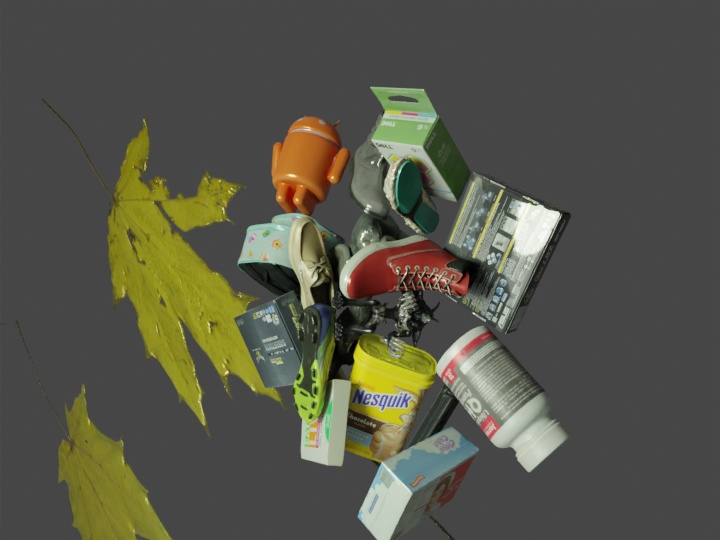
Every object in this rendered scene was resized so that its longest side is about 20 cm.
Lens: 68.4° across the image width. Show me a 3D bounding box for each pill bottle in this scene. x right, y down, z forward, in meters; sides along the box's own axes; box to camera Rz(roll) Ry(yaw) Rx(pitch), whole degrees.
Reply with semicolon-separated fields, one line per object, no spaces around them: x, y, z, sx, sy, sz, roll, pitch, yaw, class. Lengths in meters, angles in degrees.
0.215;0.192;0.800;0.201;0.110;0.111;50;123;27;pill bottle

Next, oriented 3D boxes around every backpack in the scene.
-0.134;-0.026;1.041;0.174;0.198;0.157;1;75;42;backpack

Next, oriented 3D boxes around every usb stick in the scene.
0.121;0.278;0.927;0.033;0.055;0.203;39;118;31;usb stick

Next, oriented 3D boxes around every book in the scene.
-0.064;0.274;0.952;0.200;0.047;0.136;138;140;-65;book

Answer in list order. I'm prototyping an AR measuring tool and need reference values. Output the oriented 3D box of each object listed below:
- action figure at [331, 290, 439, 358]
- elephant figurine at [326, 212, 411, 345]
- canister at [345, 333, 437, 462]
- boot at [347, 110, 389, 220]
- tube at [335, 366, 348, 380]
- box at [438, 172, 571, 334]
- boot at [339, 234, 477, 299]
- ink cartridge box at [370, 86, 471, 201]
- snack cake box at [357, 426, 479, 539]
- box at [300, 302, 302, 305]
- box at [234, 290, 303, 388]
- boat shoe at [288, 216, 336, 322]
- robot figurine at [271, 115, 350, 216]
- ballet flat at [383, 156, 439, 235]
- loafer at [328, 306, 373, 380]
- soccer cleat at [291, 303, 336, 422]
0.055;0.080;0.873;0.102;0.196;0.121;-138;50;-68;action figure
0.000;0.000;0.963;0.141;0.155;0.201;38;119;-2;elephant figurine
0.038;0.234;0.953;0.146;0.087;0.203;18;111;0;canister
0.033;-0.191;0.923;0.132;0.069;0.202;-55;34;32;boot
-0.065;0.205;1.099;0.057;0.052;0.201;-32;63;-3;tube
0.211;-0.029;0.831;0.160;0.049;0.203;33;114;35;box
0.078;0.011;0.792;0.143;0.198;0.074;31;131;43;boot
0.088;-0.194;0.830;0.103;0.200;0.060;20;76;39;ink cartridge box
0.098;0.341;0.856;0.067;0.198;0.117;35;115;34;snack cake box
-0.134;0.148;1.103;0.200;0.048;0.084;131;147;-48;box
-0.156;0.138;1.010;0.199;0.051;0.160;-21;94;54;box
-0.077;0.007;0.932;0.064;0.071;0.204;11;112;54;boat shoe
-0.104;-0.211;1.034;0.143;0.115;0.204;-9;61;57;robot figurine
0.072;-0.119;0.859;0.063;0.200;0.076;30;79;32;ballet flat
-0.032;0.146;1.042;0.201;0.071;0.073;-52;15;11;loafer
-0.069;0.156;0.896;0.064;0.083;0.205;9;100;36;soccer cleat
